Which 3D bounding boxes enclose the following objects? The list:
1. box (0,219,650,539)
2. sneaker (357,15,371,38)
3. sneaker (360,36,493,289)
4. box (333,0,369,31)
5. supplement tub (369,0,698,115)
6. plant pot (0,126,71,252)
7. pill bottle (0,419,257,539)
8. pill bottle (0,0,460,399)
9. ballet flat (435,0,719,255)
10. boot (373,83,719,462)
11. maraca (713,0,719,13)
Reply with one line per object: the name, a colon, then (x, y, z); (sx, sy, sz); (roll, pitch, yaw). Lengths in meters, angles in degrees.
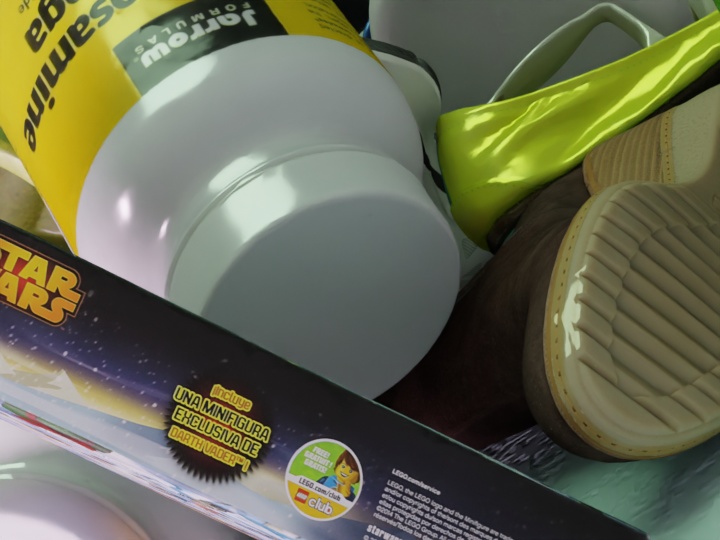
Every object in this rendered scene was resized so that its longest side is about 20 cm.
box: (-0.043, 0.036, 0.592); (0.040, 0.199, 0.137); (-66, 17, -9)
sneaker: (0.069, -0.098, 1.056); (0.200, 0.112, 0.073); (-35, 11, -4)
sneaker: (0.000, 0.000, 0.890); (0.201, 0.075, 0.116); (52, -130, -67)
box: (0.068, -0.179, 1.144); (0.200, 0.164, 0.086); (-48, 4, 28)
supplement tub: (0.103, -0.139, 0.964); (0.145, 0.145, 0.200); (-24, 25, 45)
plant pot: (-0.146, -0.019, 0.927); (0.200, 0.201, 0.185); (-29, 25, 26)
pill bottle: (-0.088, 0.080, 0.734); (0.119, 0.120, 0.200); (-32, 10, 12)
pill bottle: (-0.049, -0.047, 0.748); (0.112, 0.113, 0.200); (-35, 46, -1)
ballet flat: (0.115, -0.073, 0.831); (0.199, 0.067, 0.067); (-28, -24, -5)
boot: (0.052, 0.034, 0.717); (0.166, 0.072, 0.200); (-42, 6, 32)
maraca: (0.200, -0.128, 0.751); (0.199, 0.138, 0.107); (-28, -10, -2)
